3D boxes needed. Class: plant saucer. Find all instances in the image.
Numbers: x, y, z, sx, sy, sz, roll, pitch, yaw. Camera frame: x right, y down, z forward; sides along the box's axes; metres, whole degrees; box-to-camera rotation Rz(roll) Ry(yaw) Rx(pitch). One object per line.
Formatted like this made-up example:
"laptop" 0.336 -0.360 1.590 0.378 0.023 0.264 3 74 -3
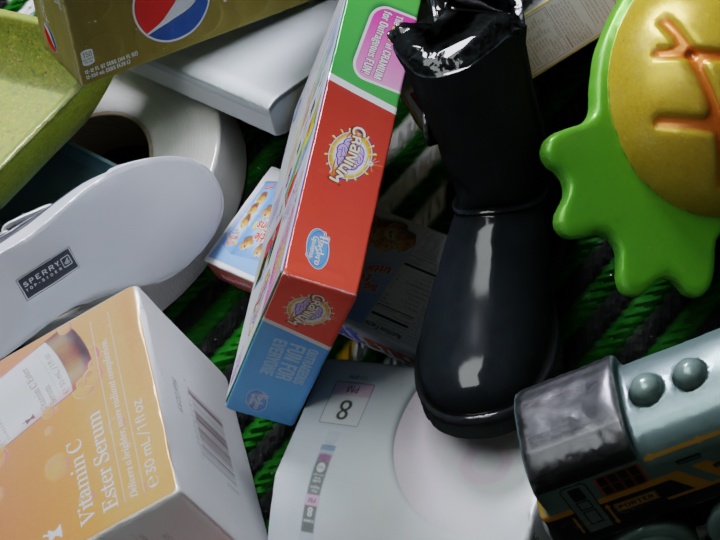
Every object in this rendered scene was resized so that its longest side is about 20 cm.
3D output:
"plant saucer" -0.211 -0.057 1.534 0.199 0.019 0.070 27 75 42
"plant saucer" -0.264 -0.080 1.518 0.199 0.048 0.200 15 51 36

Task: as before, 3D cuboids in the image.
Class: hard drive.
"hard drive" -0.070 -0.152 1.528 0.132 0.027 0.199 -37 41 -26

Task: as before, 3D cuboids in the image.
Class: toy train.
"toy train" 0.167 0.077 1.168 0.199 0.114 0.086 -21 49 18

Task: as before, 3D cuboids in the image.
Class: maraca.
"maraca" 0.171 -0.078 1.272 0.200 0.137 0.107 -53 10 -21

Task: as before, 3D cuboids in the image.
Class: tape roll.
"tape roll" -0.164 -0.044 1.532 0.202 0.037 0.204 -17 51 22

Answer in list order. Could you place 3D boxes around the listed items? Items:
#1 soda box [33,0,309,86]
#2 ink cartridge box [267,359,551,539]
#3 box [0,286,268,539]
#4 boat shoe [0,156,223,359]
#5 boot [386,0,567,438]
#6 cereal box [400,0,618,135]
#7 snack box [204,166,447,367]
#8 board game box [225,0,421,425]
"soda box" -0.095 -0.183 1.485 0.199 0.068 0.064 -23 35 -19
"ink cartridge box" 0.019 0.145 1.264 0.162 0.057 0.201 5 56 35
"box" -0.166 0.133 1.353 0.199 0.106 0.153 -29 47 11
"boat shoe" -0.171 -0.006 1.420 0.199 0.072 0.068 -34 19 -23
"boot" 0.054 -0.039 1.251 0.076 0.169 0.201 -4 40 20
"cereal box" 0.111 -0.153 1.386 0.199 0.040 0.144 -32 15 11
"snack box" 0.000 0.000 1.399 0.199 0.024 0.072 23 72 42
"board game box" -0.020 -0.040 1.327 0.040 0.153 0.201 16 59 -6
